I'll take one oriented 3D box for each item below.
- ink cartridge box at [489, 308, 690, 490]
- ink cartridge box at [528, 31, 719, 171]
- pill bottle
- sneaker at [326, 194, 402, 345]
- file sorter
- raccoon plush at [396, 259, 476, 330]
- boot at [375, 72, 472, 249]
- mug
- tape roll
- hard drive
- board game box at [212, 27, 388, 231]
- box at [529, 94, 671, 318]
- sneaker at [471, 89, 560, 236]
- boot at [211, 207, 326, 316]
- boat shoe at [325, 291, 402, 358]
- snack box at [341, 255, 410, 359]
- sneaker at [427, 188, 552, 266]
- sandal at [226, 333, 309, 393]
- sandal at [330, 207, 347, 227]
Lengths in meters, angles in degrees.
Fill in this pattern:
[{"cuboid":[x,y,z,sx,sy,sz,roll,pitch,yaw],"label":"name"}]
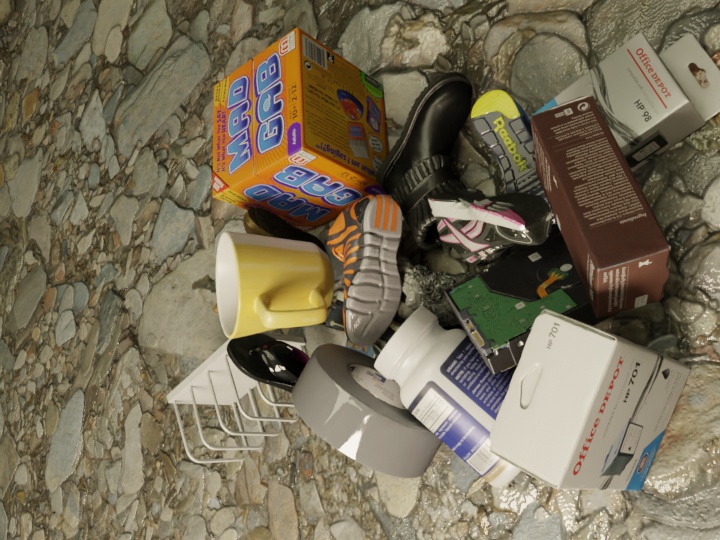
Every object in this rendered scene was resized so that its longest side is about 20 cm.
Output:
[{"cuboid":[0.234,0.135,0.697,0.085,0.199,0.148,24,94,43],"label":"ink cartridge box"},{"cuboid":[0.312,-0.189,0.814,0.199,0.066,0.117,-37,56,29],"label":"ink cartridge box"},{"cuboid":[0.118,0.142,0.809,0.200,0.116,0.116,41,107,12],"label":"pill bottle"},{"cuboid":[0.000,0.000,0.950,0.112,0.077,0.203,-2,75,59],"label":"sneaker"},{"cuboid":[-0.182,0.204,1.100,0.200,0.138,0.125,-40,57,26],"label":"file sorter"},{"cuboid":[0.138,0.018,0.926,0.198,0.097,0.135,-22,43,2],"label":"raccoon plush"},{"cuboid":[0.117,-0.150,0.969,0.212,0.079,0.158,-59,40,26],"label":"boot"},{"cuboid":[-0.117,0.033,1.005,0.150,0.151,0.188,117,143,-47],"label":"mug"},{"cuboid":[0.013,0.174,0.886,0.200,0.199,0.067,37,101,42],"label":"tape roll"},{"cuboid":[0.207,0.024,0.778,0.198,0.038,0.140,-26,30,0],"label":"hard drive"},{"cuboid":[-0.094,-0.208,1.097,0.198,0.199,0.202,-20,64,36],"label":"board game box"},{"cuboid":[0.238,-0.066,0.708,0.074,0.100,0.202,-18,56,7],"label":"box"},{"cuboid":[0.213,-0.134,0.891,0.073,0.082,0.202,-24,81,25],"label":"sneaker"},{"cuboid":[-0.172,0.008,1.126,0.200,0.174,0.066,-44,46,19],"label":"boot"},{"cuboid":[0.035,0.096,0.959,0.199,0.075,0.062,28,91,24],"label":"boat shoe"},{"cuboid":[0.016,0.073,1.034,0.071,0.024,0.202,14,87,42],"label":"snack box"},{"cuboid":[0.157,-0.046,0.837,0.200,0.079,0.087,-153,50,-65],"label":"sneaker"},{"cuboid":[-0.097,0.140,1.008,0.048,0.199,0.076,-55,9,41],"label":"sandal"},{"cuboid":[-0.006,-0.063,1.049,0.199,0.054,0.081,10,83,64],"label":"sandal"}]
